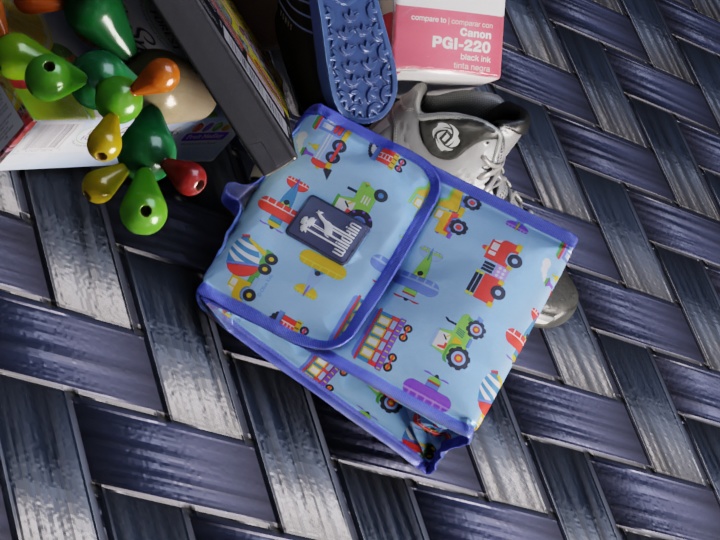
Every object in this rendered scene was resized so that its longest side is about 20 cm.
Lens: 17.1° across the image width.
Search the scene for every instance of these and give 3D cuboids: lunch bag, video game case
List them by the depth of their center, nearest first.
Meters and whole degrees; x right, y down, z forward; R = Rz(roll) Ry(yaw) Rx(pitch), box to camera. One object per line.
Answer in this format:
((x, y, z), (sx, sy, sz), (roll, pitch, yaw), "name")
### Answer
((-0.103, -0.166, 1.433), (0.200, 0.025, 0.181), (57, 6, -18), "video game case")
((0.003, 0.002, 1.451), (0.200, 0.094, 0.151), (31, 67, -3), "lunch bag")

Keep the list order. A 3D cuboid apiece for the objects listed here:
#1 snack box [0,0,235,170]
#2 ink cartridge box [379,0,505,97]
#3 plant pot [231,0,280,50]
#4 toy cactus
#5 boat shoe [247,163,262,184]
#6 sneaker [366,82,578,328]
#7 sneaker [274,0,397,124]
((-0.176, -0.133, 1.469), (0.200, 0.053, 0.142), (-5, 58, -53), "snack box")
((0.046, -0.226, 1.661), (0.085, 0.146, 0.200), (3, 87, -14), "ink cartridge box")
((-0.070, -0.234, 1.585), (0.200, 0.200, 0.175), (-15, 103, -56), "plant pot")
((-0.133, -0.116, 1.377), (0.200, 0.102, 0.165), (58, 23, 17), "toy cactus")
((0.000, 0.000, 1.538), (0.200, 0.073, 0.063), (31, 75, -32), "boat shoe")
((0.094, -0.052, 1.637), (0.200, 0.115, 0.075), (37, 31, -12), "sneaker")
((-0.024, -0.187, 1.499), (0.070, 0.078, 0.200), (-4, 92, -29), "sneaker")
